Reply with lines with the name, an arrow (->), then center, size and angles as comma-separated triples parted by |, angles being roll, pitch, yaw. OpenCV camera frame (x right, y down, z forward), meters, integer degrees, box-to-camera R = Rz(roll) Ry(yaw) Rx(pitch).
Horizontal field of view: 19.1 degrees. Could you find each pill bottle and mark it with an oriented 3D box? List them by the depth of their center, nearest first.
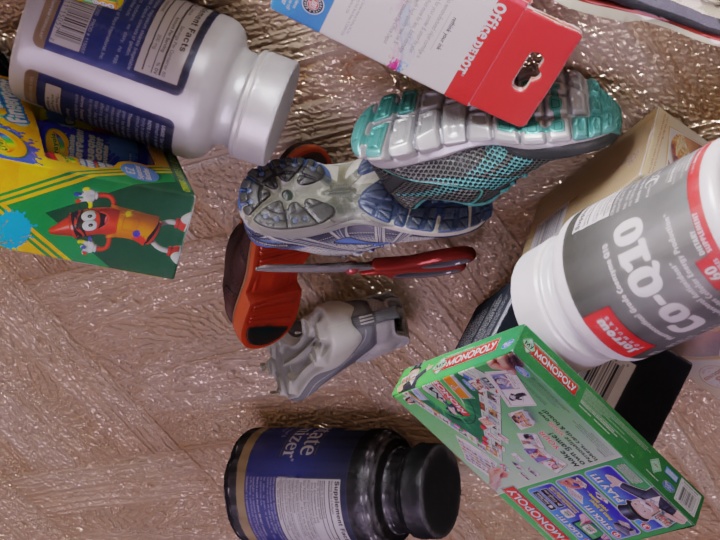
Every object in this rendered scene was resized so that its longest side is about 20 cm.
pill bottle -> 0.205, -0.005, 1.473 | 0.114, 0.114, 0.200 | 39, 137, -22
pill bottle -> -0.151, -0.149, 1.594 | 0.199, 0.111, 0.111 | 20, 143, 3
pill bottle -> -0.015, 0.199, 1.952 | 0.199, 0.112, 0.112 | -2, 137, 28

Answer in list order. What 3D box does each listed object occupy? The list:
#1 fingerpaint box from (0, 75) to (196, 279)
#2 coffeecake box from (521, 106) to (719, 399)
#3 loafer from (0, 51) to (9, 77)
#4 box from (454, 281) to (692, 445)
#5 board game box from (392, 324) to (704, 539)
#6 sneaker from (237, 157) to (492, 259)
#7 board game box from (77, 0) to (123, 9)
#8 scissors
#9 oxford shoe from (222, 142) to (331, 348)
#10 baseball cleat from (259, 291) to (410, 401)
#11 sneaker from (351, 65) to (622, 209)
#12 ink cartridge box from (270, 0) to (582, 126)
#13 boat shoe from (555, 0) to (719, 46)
fingerpaint box -> -0.226, -0.078, 1.613 | 0.166, 0.200, 0.074 | 11, 110, -19
coffeecake box -> 0.246, -0.009, 1.601 | 0.199, 0.073, 0.153 | 33, 141, -15
loafer -> -0.285, -0.117, 1.733 | 0.068, 0.071, 0.201 | -16, 129, 40
box -> 0.149, 0.094, 1.679 | 0.148, 0.107, 0.200 | 30, 168, -2
board game box -> 0.136, 0.128, 1.558 | 0.200, 0.029, 0.134 | 44, 142, -20
sneaker -> 0.001, -0.049, 1.654 | 0.199, 0.078, 0.085 | 1, 158, -9
board game box -> -0.199, -0.272, 1.394 | 0.164, 0.201, 0.057 | 13, 144, 10
scissors -> 0.000, 0.000, 1.685 | 0.199, 0.014, 0.073 | -6, 172, -24
oxford shoe -> -0.077, -0.031, 1.737 | 0.071, 0.073, 0.201 | -8, 135, -35
baseball cleat -> -0.016, 0.066, 1.826 | 0.106, 0.070, 0.200 | -10, 174, -18
sneaker -> 0.098, -0.091, 1.567 | 0.199, 0.078, 0.091 | -4, 140, 20
ink cartridge box -> 0.052, -0.193, 1.476 | 0.199, 0.067, 0.116 | 26, 142, -5
boat shoe -> 0.219, -0.193, 1.395 | 0.199, 0.071, 0.063 | 13, 132, 9
